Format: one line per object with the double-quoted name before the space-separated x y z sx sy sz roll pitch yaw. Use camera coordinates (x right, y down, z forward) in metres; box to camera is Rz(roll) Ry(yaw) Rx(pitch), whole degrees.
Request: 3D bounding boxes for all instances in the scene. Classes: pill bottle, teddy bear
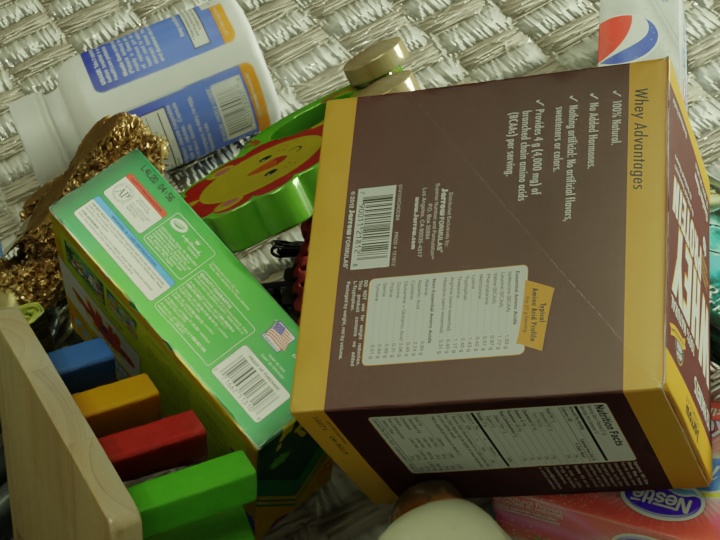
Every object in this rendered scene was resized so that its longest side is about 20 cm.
"pill bottle" -0.173 -0.133 1.342 0.199 0.113 0.112 -23 44 -6
"teddy bear" -0.212 -0.023 1.233 0.144 0.067 0.201 -19 35 46

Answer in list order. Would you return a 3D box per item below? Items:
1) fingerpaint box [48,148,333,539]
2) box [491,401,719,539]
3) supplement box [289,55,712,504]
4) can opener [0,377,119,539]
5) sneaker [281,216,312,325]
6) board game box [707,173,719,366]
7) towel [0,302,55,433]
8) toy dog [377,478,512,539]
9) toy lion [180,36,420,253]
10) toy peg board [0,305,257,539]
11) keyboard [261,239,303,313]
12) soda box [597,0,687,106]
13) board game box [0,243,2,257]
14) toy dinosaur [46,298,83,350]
"fingerpaint box" -0.101 0.049 1.050 0.073 0.167 0.200 -36 70 -20
"box" 0.187 0.140 0.967 0.199 0.095 0.103 13 52 28
"supplement box" 0.086 0.010 0.932 0.198 0.133 0.199 -5 60 20
"can opener" -0.224 0.123 1.140 0.052 0.067 0.200 31 66 37
"sneaker" 0.000 0.000 1.160 0.097 0.071 0.202 -8 49 12
"board game box" 0.245 0.015 1.001 0.135 0.028 0.199 -27 46 -36
"towel" -0.237 0.074 1.108 0.086 0.200 0.018 -27 75 -13
"toy dog" 0.000 0.201 0.904 0.199 0.195 0.140 -33 33 -7
"toy lion" -0.040 -0.073 1.126 0.191 0.069 0.200 -25 17 6
"toy peg board" -0.137 0.146 1.006 0.097 0.201 0.199 -15 40 -24
"keyboard" -0.028 0.014 1.216 0.198 0.021 0.128 -6 45 10
"soda box" 0.214 -0.151 1.271 0.063 0.069 0.201 -4 46 14
"board game box" -0.365 0.032 1.292 0.157 0.039 0.200 10 45 32
"toy dinosaur" -0.217 0.045 1.226 0.200 0.048 0.088 -42 34 -23
